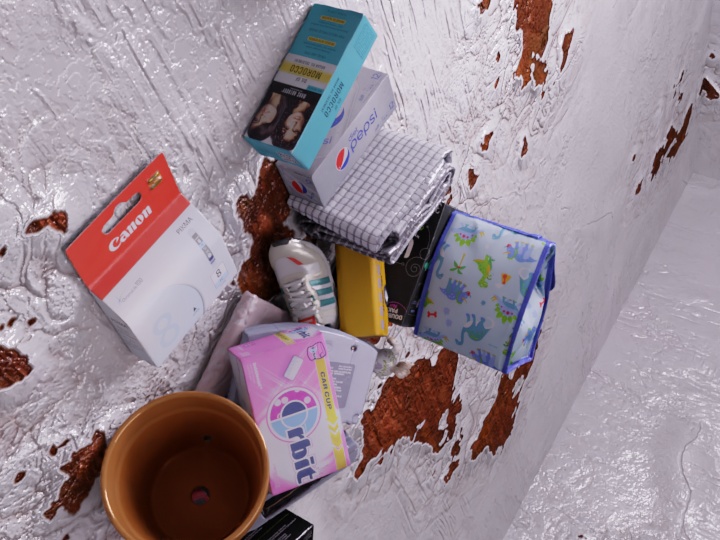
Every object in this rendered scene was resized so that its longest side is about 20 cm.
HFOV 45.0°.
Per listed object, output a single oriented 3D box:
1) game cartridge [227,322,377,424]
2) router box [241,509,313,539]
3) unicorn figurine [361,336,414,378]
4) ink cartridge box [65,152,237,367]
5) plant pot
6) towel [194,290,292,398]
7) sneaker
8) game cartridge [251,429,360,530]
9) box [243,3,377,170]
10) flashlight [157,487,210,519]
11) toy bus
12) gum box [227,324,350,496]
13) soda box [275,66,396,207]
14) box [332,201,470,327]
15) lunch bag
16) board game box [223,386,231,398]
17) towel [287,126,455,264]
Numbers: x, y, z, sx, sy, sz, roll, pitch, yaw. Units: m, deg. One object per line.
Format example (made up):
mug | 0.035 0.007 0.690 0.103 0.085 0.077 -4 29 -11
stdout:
game cartridge | -0.078 0.141 1.197 0.199 0.041 0.134 11 102 -28
router box | -0.184 0.404 1.248 0.200 0.149 0.051 -31 135 -48
unicorn figurine | -0.011 0.132 1.403 0.137 0.199 0.074 -70 167 -72
ink cartridge box | -0.228 -0.008 0.988 0.160 0.047 0.200 -53 151 -26
plant pot | -0.210 0.268 1.087 0.200 0.200 0.140 -55 167 -23
towel | -0.158 0.142 1.236 0.201 0.032 0.191 -65 153 -5
sneaker | -0.072 0.040 1.224 0.200 0.070 0.094 64 19 -48
game cartridge | -0.101 0.294 1.256 0.200 0.042 0.133 -32 -173 -11
box | -0.062 -0.232 1.088 0.201 0.082 0.049 -64 151 -9
flashlight | -0.180 0.295 1.194 0.200 0.068 0.068 -28 136 -19
toy bus | 0.000 0.000 1.286 0.078 0.065 0.201 28 57 -76
gum box | -0.091 0.185 1.136 0.113 0.066 0.201 -16 104 -21
soda box | -0.030 -0.188 1.193 0.200 0.063 0.068 -56 151 -21
box | 0.061 -0.025 1.378 0.124 0.148 0.201 11 99 -63
lunch bag | 0.191 0.027 1.303 0.127 0.170 0.201 -17 122 -56
board game box | -0.142 0.221 1.247 0.158 0.039 0.201 -18 126 -55
towel | 0.020 -0.108 1.233 0.200 0.165 0.086 -53 152 -26
